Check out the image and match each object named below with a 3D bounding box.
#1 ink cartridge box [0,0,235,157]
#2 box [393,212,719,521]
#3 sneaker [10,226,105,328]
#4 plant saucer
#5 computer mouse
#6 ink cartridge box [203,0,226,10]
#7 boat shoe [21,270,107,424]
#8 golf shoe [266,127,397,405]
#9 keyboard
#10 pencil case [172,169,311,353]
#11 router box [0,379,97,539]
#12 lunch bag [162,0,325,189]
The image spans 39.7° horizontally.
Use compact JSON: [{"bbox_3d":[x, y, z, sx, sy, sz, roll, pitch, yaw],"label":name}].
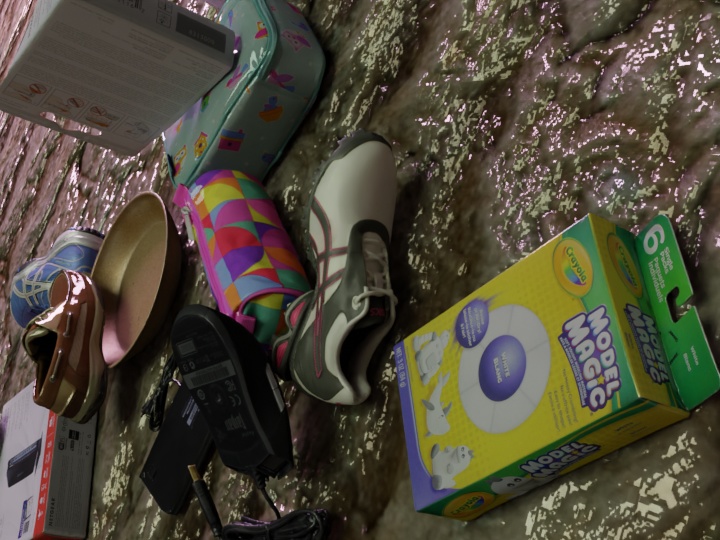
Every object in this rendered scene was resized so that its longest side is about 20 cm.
[{"bbox_3d":[-0.234,-0.187,0.922,0.200,0.160,0.047,-28,53,46],"label":"ink cartridge box"},{"bbox_3d":[0.103,0.056,0.572,0.200,0.048,0.118,-37,47,37],"label":"box"},{"bbox_3d":[-0.385,0.024,1.241,0.200,0.076,0.077,-40,40,39],"label":"sneaker"},{"bbox_3d":[-0.244,0.014,1.086,0.200,0.035,0.201,-30,51,45],"label":"plant saucer"},{"bbox_3d":[-0.094,0.123,0.761,0.140,0.046,0.200,-29,87,46],"label":"computer mouse"},{"bbox_3d":[-0.192,-0.359,1.051,0.083,0.200,0.147,-53,38,17],"label":"ink cartridge box"},{"bbox_3d":[-0.319,0.072,1.065,0.076,0.074,0.200,-52,38,26],"label":"boat shoe"},{"bbox_3d":[0.000,0.000,0.729,0.088,0.077,0.201,22,101,49],"label":"golf shoe"},{"bbox_3d":[-0.157,0.116,0.929,0.127,0.021,0.200,37,104,49],"label":"keyboard"},{"bbox_3d":[-0.100,-0.008,0.854,0.089,0.088,0.200,-57,37,20],"label":"pencil case"},{"bbox_3d":[-0.365,0.225,1.140,0.179,0.049,0.201,-33,49,42],"label":"router box"},{"bbox_3d":[-0.123,-0.167,0.967,0.200,0.077,0.161,-52,38,25],"label":"lunch bag"}]
